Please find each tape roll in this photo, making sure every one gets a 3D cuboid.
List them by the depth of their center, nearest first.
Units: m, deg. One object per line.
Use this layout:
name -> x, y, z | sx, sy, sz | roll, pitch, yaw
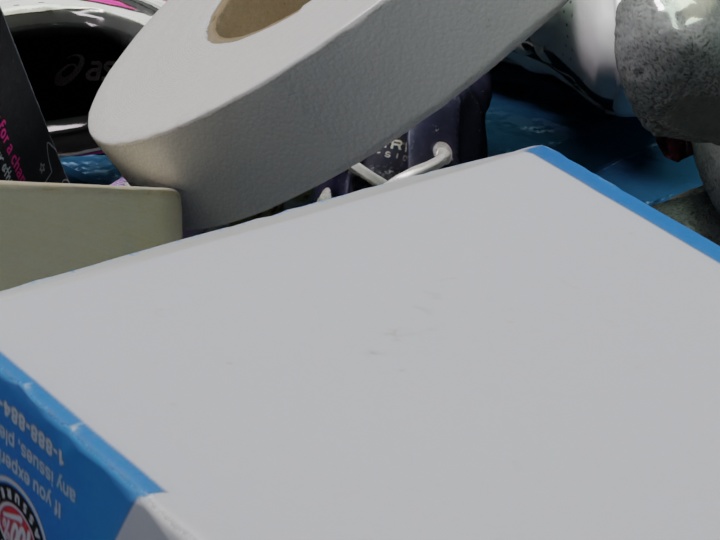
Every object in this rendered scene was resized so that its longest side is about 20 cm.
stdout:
tape roll -> 0.006, -0.090, 0.796 | 0.202, 0.037, 0.203 | -33, 19, 13

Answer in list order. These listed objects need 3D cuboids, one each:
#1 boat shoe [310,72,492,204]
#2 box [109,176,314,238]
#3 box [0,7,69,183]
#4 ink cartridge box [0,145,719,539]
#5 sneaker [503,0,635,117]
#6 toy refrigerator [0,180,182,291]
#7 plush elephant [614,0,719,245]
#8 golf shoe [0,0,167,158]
boat shoe -> 0.000, 0.000, 0.804 | 0.074, 0.093, 0.200 | 5, 29, 8
box -> -0.031, -0.035, 0.924 | 0.039, 0.042, 0.200 | 15, 31, 29
box -> -0.210, -0.046, 0.820 | 0.199, 0.132, 0.115 | 14, 56, 23
ink cartridge box -> 0.018, 0.106, 0.499 | 0.144, 0.201, 0.147 | -16, 32, -32
sneaker -> 0.044, -0.108, 1.020 | 0.129, 0.080, 0.199 | -4, 29, -6
toy refrigerator -> -0.128, 0.012, 0.679 | 0.076, 0.070, 0.200 | -1, 0, 26
plush elephant -> 0.140, -0.082, 0.793 | 0.199, 0.165, 0.156 | -1, 61, -7
golf shoe -> -0.148, -0.069, 0.912 | 0.199, 0.073, 0.092 | -5, 3, 8
